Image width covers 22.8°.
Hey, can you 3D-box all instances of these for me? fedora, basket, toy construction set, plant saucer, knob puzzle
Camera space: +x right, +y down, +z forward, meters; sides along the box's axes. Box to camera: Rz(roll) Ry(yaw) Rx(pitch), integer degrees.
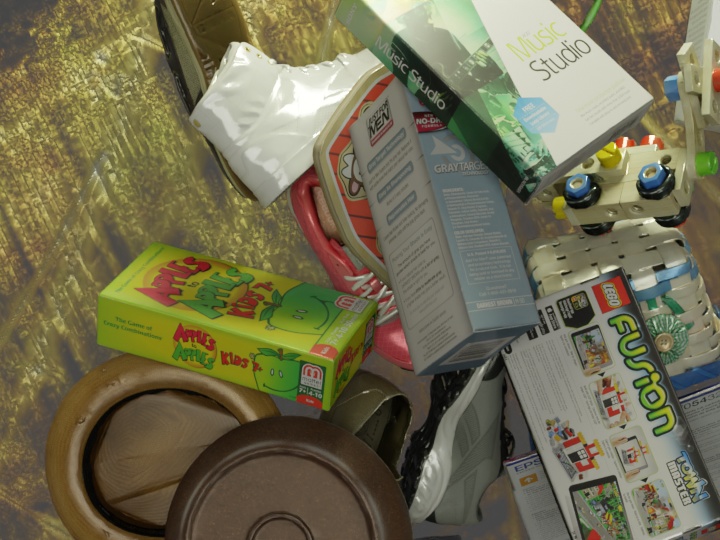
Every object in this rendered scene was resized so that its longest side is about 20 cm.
[{"bbox_3d":[-0.153,0.153,1.458,0.199,0.082,0.202,0,92,5],"label":"fedora"},{"bbox_3d":[0.206,0.066,1.425,0.175,0.139,0.201,-16,124,3],"label":"basket"},{"bbox_3d":[0.207,-0.098,1.381,0.092,0.199,0.132,39,52,-29],"label":"toy construction set"},{"bbox_3d":[-0.059,0.214,1.382,0.199,0.034,0.202,-1,86,8],"label":"plant saucer"},{"bbox_3d":[0.048,-0.080,1.410,0.219,0.030,0.222,-6,99,-39],"label":"knob puzzle"}]

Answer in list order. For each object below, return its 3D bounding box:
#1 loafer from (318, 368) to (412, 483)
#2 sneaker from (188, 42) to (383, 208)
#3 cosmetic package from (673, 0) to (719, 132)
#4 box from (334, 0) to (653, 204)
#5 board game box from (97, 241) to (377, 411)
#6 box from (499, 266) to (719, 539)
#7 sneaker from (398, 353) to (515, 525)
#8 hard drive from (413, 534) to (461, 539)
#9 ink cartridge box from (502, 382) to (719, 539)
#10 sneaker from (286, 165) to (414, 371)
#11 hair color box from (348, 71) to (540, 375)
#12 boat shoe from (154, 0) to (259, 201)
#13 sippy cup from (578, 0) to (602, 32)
[{"bbox_3d":[-0.011,0.173,1.430,0.076,0.067,0.201,24,72,-34],"label":"loafer"},{"bbox_3d":[-0.049,-0.151,1.413,0.116,0.074,0.200,45,54,-2],"label":"sneaker"},{"bbox_3d":[0.305,-0.213,1.425,0.071,0.101,0.202,9,92,1],"label":"cosmetic package"},{"bbox_3d":[0.097,-0.154,1.291,0.200,0.036,0.144,44,50,14],"label":"box"},{"bbox_3d":[-0.097,0.041,1.418,0.199,0.102,0.048,15,121,15],"label":"board game box"},{"bbox_3d":[0.177,0.109,1.292,0.109,0.035,0.201,-20,69,3],"label":"box"},{"bbox_3d":[0.092,0.120,1.442,0.079,0.074,0.201,14,116,-11],"label":"sneaker"},{"bbox_3d":[-0.008,0.299,1.478,0.198,0.038,0.141,-5,91,3],"label":"hard drive"},{"bbox_3d":[0.214,0.151,1.399,0.195,0.200,0.043,-20,52,2],"label":"ink cartridge box"},{"bbox_3d":[0.000,0.000,1.447,0.074,0.087,0.201,-34,90,3],"label":"sneaker"},{"bbox_3d":[0.058,-0.036,1.302,0.060,0.099,0.201,-7,72,-27],"label":"hair color box"},{"bbox_3d":[-0.113,-0.153,1.460,0.073,0.065,0.201,-21,98,-26],"label":"boat shoe"},{"bbox_3d":[0.096,-0.242,1.424,0.177,0.139,0.131,35,106,37],"label":"sippy cup"}]
